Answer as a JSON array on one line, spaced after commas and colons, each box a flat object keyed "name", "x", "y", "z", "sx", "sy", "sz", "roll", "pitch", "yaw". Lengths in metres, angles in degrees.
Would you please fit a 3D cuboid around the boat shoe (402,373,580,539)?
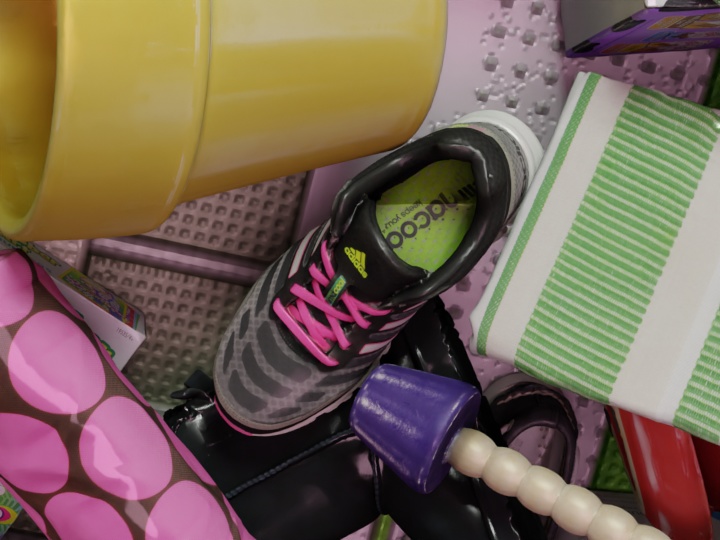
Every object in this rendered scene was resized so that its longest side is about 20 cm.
[{"name": "boat shoe", "x": 0.063, "y": 0.154, "z": 1.041, "sx": 0.074, "sy": 0.060, "sz": 0.201, "roll": 22, "pitch": 102, "yaw": -11}]

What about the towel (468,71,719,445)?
[{"name": "towel", "x": 0.160, "y": 0.001, "z": 0.862, "sx": 0.199, "sy": 0.023, "sz": 0.153, "roll": 18, "pitch": 73, "yaw": 24}]

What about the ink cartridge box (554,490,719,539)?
[{"name": "ink cartridge box", "x": 0.178, "y": 0.190, "z": 0.994, "sx": 0.144, "sy": 0.200, "sz": 0.084, "roll": 6, "pitch": 106, "yaw": -9}]

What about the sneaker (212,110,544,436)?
[{"name": "sneaker", "x": 0.000, "y": 0.000, "z": 0.910, "sx": 0.200, "sy": 0.087, "sz": 0.074, "roll": -42, "pitch": 82, "yaw": 9}]

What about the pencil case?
[{"name": "pencil case", "x": -0.139, "y": 0.086, "z": 0.923, "sx": 0.094, "sy": 0.091, "sz": 0.200, "roll": -36, "pitch": 100, "yaw": 7}]

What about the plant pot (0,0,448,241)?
[{"name": "plant pot", "x": -0.070, "y": -0.115, "z": 0.885, "sx": 0.188, "sy": 0.201, "sz": 0.202, "roll": -2, "pitch": 107, "yaw": -23}]

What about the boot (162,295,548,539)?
[{"name": "boot", "x": -0.002, "y": 0.120, "z": 0.981, "sx": 0.162, "sy": 0.073, "sz": 0.199, "roll": -24, "pitch": 84, "yaw": 10}]

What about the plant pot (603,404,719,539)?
[{"name": "plant pot", "x": 0.204, "y": 0.033, "z": 0.955, "sx": 0.182, "sy": 0.201, "sz": 0.201, "roll": -19, "pitch": 108, "yaw": 4}]

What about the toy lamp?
[{"name": "toy lamp", "x": 0.087, "y": 0.102, "z": 0.897, "sx": 0.199, "sy": 0.058, "sz": 0.058, "roll": 26, "pitch": 103, "yaw": 16}]

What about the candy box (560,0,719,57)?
[{"name": "candy box", "x": 0.205, "y": -0.148, "z": 0.911, "sx": 0.199, "sy": 0.168, "sz": 0.072, "roll": -4, "pitch": 90, "yaw": -7}]

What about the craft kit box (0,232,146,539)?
[{"name": "craft kit box", "x": -0.242, "y": 0.052, "z": 0.982, "sx": 0.200, "sy": 0.049, "sz": 0.198, "roll": 33, "pitch": 97, "yaw": -16}]

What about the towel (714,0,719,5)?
[{"name": "towel", "x": 0.257, "y": -0.128, "z": 0.818, "sx": 0.199, "sy": 0.031, "sz": 0.150, "roll": 33, "pitch": 88, "yaw": -6}]
